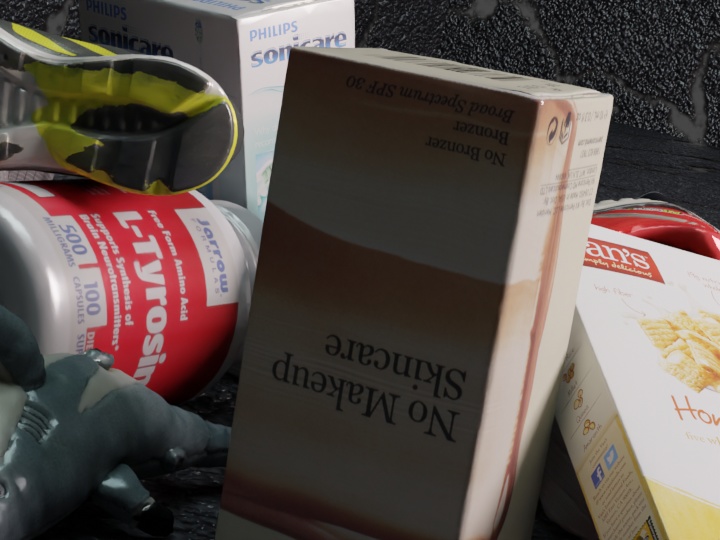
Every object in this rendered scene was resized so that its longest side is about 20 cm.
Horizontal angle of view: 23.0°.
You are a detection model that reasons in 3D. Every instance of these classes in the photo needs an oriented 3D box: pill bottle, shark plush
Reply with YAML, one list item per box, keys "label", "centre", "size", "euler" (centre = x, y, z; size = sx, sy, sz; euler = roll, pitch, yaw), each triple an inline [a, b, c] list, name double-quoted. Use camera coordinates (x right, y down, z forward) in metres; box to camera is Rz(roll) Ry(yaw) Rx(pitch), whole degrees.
- label: "pill bottle"
  centre: [-0.122, 0.013, 0.819]
  size: [0.111, 0.113, 0.199]
  euler: [15, 12, 29]
- label: "shark plush"
  centre: [-0.108, 0.082, 0.698]
  size: [0.083, 0.091, 0.200]
  euler: [44, 11, 30]

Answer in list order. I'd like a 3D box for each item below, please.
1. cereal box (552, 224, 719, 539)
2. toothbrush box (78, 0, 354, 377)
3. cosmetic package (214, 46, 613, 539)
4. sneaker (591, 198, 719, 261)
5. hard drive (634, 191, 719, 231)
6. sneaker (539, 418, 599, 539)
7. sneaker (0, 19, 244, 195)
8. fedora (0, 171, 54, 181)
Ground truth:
- label: "cereal box"
  centre: [0.143, 0.063, 0.682]
  size: [0.143, 0.040, 0.201]
  euler: [15, 34, -22]
- label: "toothbrush box"
  centre: [-0.078, -0.060, 0.979]
  size: [0.085, 0.202, 0.146]
  euler: [-20, 26, -38]
- label: "cosmetic package"
  centre: [0.018, 0.026, 0.645]
  size: [0.102, 0.202, 0.087]
  euler: [13, 11, 23]
- label: "sneaker"
  centre: [0.076, 0.009, 0.796]
  size: [0.198, 0.078, 0.085]
  euler: [-17, 11, -11]
- label: "hard drive"
  centre: [0.225, 0.033, 0.936]
  size: [0.199, 0.042, 0.135]
  euler: [37, 6, -12]
- label: "sneaker"
  centre: [0.131, 0.098, 0.765]
  size: [0.070, 0.074, 0.200]
  euler: [16, 17, -18]
- label: "sneaker"
  centre: [-0.144, -0.072, 0.794]
  size: [0.198, 0.075, 0.085]
  euler: [17, 4, 10]
- label: "fedora"
  centre: [-0.239, -0.027, 0.848]
  size: [0.198, 0.178, 0.091]
  euler: [-13, 43, -10]
